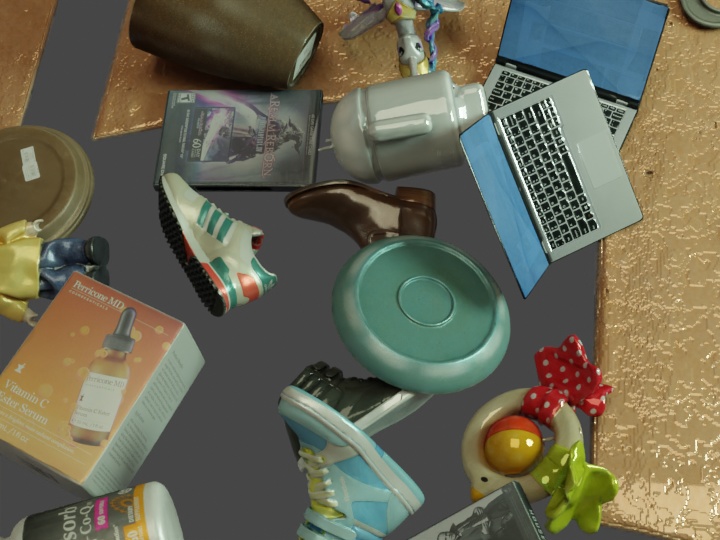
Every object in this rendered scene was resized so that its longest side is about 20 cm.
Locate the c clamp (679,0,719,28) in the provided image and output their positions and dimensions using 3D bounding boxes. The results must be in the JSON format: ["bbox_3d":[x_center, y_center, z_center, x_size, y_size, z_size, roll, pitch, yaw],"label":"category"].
[{"bbox_3d":[0.481,-0.394,1.515,0.170,0.027,0.201,-3,62,4],"label":"c clamp"}]

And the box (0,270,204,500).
[{"bbox_3d":[-0.290,0.130,1.276,0.152,0.106,0.201,23,67,17],"label":"box"}]

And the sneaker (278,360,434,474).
[{"bbox_3d":[-0.001,0.125,1.268,0.199,0.071,0.099,-31,68,-6],"label":"sneaker"}]

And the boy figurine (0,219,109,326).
[{"bbox_3d":[-0.396,0.004,1.377,0.199,0.064,0.125,-4,89,8],"label":"boy figurine"}]

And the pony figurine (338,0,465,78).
[{"bbox_3d":[0.042,-0.335,1.435,0.166,0.201,0.193,-14,26,6],"label":"pony figurine"}]

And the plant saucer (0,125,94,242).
[{"bbox_3d":[-0.428,-0.100,1.456,0.199,0.030,0.201,-3,61,5],"label":"plant saucer"}]

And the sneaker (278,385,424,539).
[{"bbox_3d":[-0.036,0.216,1.174,0.131,0.200,0.079,-49,23,-12],"label":"sneaker"}]

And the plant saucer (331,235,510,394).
[{"bbox_3d":[0.069,0.038,1.268,0.199,0.027,0.201,7,55,-10],"label":"plant saucer"}]

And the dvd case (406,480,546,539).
[{"bbox_3d":[0.098,0.317,1.142,0.200,0.025,0.151,-33,61,17],"label":"dvd case"}]

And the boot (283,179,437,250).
[{"bbox_3d":[0.000,0.000,1.342,0.185,0.064,0.201,0,67,4],"label":"boot"}]

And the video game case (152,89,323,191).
[{"bbox_3d":[-0.150,-0.162,1.465,0.199,0.019,0.144,0,63,7],"label":"video game case"}]

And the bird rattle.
[{"bbox_3d":[0.180,0.169,1.216,0.162,0.113,0.201,-14,57,17],"label":"bird rattle"}]

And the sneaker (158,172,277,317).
[{"bbox_3d":[-0.168,-0.039,1.384,0.093,0.070,0.200,-18,58,-24],"label":"sneaker"}]

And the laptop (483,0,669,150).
[{"bbox_3d":[0.236,-0.229,1.396,0.187,0.116,0.201,21,66,17],"label":"laptop"}]

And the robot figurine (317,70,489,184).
[{"bbox_3d":[0.051,-0.164,1.367,0.199,0.170,0.114,-11,91,9],"label":"robot figurine"}]

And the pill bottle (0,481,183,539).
[{"bbox_3d":[-0.281,0.292,1.185,0.199,0.117,0.117,-16,62,-3],"label":"pill bottle"}]

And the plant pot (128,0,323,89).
[{"bbox_3d":[-0.153,-0.314,1.471,0.199,0.187,0.187,29,68,3],"label":"plant pot"}]

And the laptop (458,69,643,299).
[{"bbox_3d":[0.213,-0.099,1.291,0.199,0.116,0.188,-25,100,-8],"label":"laptop"}]
